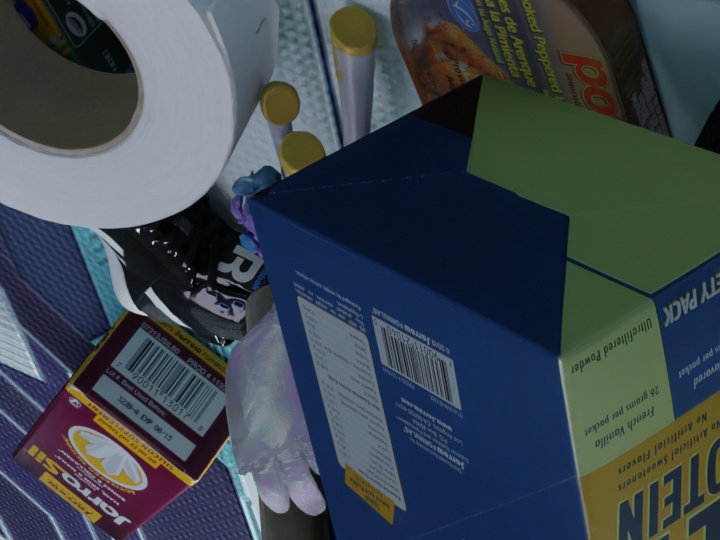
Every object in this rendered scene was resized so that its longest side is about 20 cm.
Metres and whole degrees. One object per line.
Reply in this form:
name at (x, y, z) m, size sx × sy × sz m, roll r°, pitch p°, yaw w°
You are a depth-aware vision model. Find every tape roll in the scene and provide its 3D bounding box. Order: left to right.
tape roll at (-0.143, -0.117, 0.884) m, size 0.202 × 0.071 × 0.203 m, roll 11°, pitch 134°, yaw 12°

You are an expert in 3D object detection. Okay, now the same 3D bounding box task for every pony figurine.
pony figurine at (0.000, 0.000, 0.904) m, size 0.200 × 0.166 × 0.193 m, roll 89°, pitch 164°, yaw -57°

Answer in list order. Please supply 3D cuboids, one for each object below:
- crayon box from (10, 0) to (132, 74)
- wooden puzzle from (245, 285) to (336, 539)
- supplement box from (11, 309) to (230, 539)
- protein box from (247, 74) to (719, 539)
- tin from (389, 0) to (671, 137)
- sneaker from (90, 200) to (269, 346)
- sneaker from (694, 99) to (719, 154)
crayon box at (-0.227, -0.163, 1.005) m, size 0.200 × 0.052 × 0.126 m, roll 10°, pitch 141°, yaw 39°
wooden puzzle at (0.001, 0.125, 1.038) m, size 0.046 × 0.186 × 0.200 m, roll -17°, pitch 145°, yaw 16°
supplement box at (-0.165, 0.111, 1.291) m, size 0.110 × 0.086 × 0.200 m, roll 39°, pitch 151°, yaw -5°
protein box at (0.080, 0.055, 0.743) m, size 0.198 × 0.135 × 0.200 m, roll 27°, pitch 139°, yaw 49°
tin at (0.084, -0.073, 0.820) m, size 0.112 × 0.042 × 0.200 m, roll 17°, pitch 145°, yaw 38°
sneaker at (-0.102, -0.028, 1.054) m, size 0.112 × 0.073 × 0.200 m, roll 19°, pitch 154°, yaw 22°
sneaker at (0.184, -0.041, 0.726) m, size 0.078 × 0.075 × 0.200 m, roll 35°, pitch 152°, yaw -5°
